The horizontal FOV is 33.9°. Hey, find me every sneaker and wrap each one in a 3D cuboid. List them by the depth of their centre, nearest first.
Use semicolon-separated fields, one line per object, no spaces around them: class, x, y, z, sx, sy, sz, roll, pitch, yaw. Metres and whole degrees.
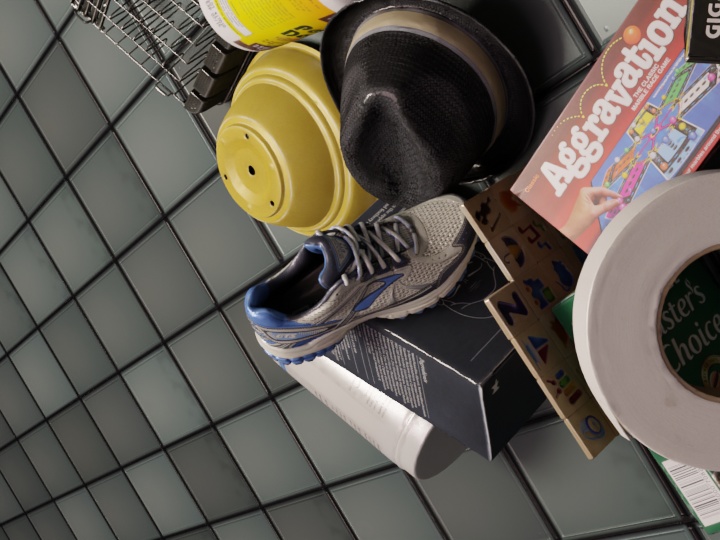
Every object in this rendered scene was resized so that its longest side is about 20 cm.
sneaker;0.000;0.000;0.898;0.077;0.200;0.085;60;-176;34

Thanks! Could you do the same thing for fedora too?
fedora;0.040;-0.116;0.927;0.200;0.092;0.201;17;147;11

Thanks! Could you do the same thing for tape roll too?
tape roll;0.242;0.033;0.784;0.037;0.202;0.203;-120;5;-82

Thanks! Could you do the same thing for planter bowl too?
planter bowl;-0.076;-0.106;1.110;0.200;0.083;0.201;27;131;36

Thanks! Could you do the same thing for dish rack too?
dish rack;-0.197;-0.257;1.156;0.200;0.055;0.153;41;140;2

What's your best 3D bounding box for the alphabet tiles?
alphabet tiles;0.157;0.017;0.880;0.200;0.167;0.008;56;137;3

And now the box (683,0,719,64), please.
box;0.266;-0.210;0.643;0.159;0.049;0.200;5;123;11

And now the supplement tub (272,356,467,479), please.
supplement tub;0.020;0.087;1.114;0.200;0.132;0.132;38;138;25

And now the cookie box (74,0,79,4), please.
cookie box;-0.328;-0.398;1.223;0.200;0.075;0.171;35;137;27

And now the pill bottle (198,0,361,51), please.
pill bottle;-0.041;-0.252;0.970;0.200;0.109;0.109;-6;110;51

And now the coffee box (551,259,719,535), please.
coffee box;0.241;0.076;0.864;0.200;0.123;0.044;57;145;6

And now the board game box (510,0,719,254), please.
board game box;0.196;-0.105;0.811;0.103;0.019;0.200;42;116;22

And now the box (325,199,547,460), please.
box;0.073;0.033;0.987;0.200;0.148;0.107;30;150;33
